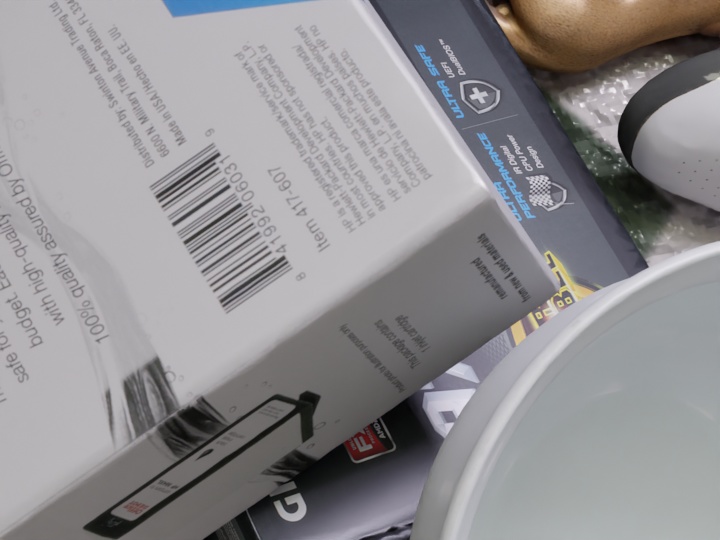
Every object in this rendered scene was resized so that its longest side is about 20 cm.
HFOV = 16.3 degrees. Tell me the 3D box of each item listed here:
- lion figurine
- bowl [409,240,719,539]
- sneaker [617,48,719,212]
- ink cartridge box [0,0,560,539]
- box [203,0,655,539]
[{"bbox_3d":[0.103,-0.107,0.881,0.200,0.072,0.123,-17,73,-7],"label":"lion figurine"},{"bbox_3d":[0.088,0.084,0.695,0.201,0.090,0.201,-4,99,-26],"label":"bowl"},{"bbox_3d":[0.188,-0.012,0.824,0.201,0.067,0.108,5,52,-12],"label":"sneaker"},{"bbox_3d":[-0.071,-0.004,0.696,0.200,0.084,0.146,-34,64,4],"label":"ink cartridge box"},{"bbox_3d":[0.000,0.000,0.785,0.159,0.046,0.200,-16,61,-22],"label":"box"}]
